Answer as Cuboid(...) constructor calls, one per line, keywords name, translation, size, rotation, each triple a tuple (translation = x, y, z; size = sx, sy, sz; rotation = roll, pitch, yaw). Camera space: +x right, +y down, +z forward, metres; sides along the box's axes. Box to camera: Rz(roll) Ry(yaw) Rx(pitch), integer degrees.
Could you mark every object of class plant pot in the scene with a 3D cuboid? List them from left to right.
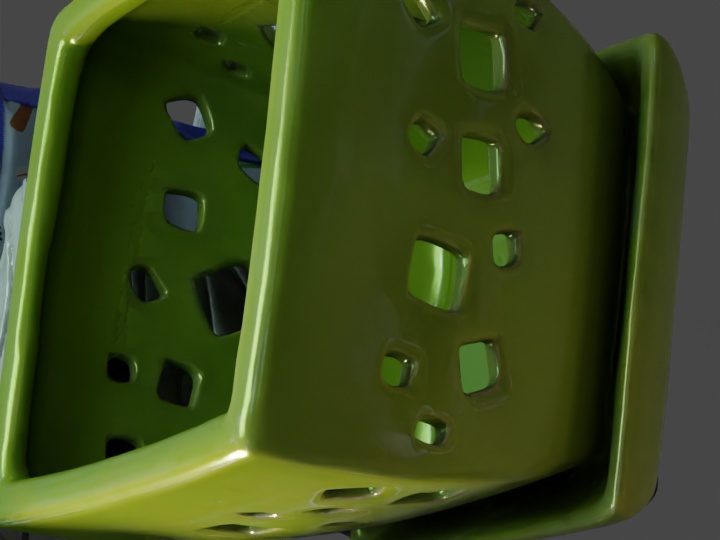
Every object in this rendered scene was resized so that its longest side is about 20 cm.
Cuboid(name="plant pot", translation=(0.000, 0.000, 1.019), size=(0.199, 0.181, 0.201), rotation=(-19, 60, 57))

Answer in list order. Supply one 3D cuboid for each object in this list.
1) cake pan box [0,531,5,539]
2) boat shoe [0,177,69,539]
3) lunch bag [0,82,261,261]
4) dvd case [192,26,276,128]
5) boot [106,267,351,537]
Cuboid(name="cake pan box", translation=(-0.178, 0.162, 1.102), size=(0.185, 0.052, 0.201), rotation=(58, 139, 35))
Cuboid(name="boat shoe", translation=(-0.142, 0.060, 1.128), size=(0.071, 0.069, 0.201), rotation=(-101, 16, -72))
Cuboid(name="lunch bag", translation=(-0.117, 0.030, 1.232), size=(0.124, 0.169, 0.201), rotation=(33, 108, 58))
Cuboid(name="dvd case", translation=(-0.022, -0.156, 1.259), size=(0.150, 0.025, 0.201), rotation=(147, 137, -64))
Cuboid(name="boot", translation=(-0.038, 0.004, 1.139), size=(0.068, 0.130, 0.201), rotation=(-35, 47, 49))
